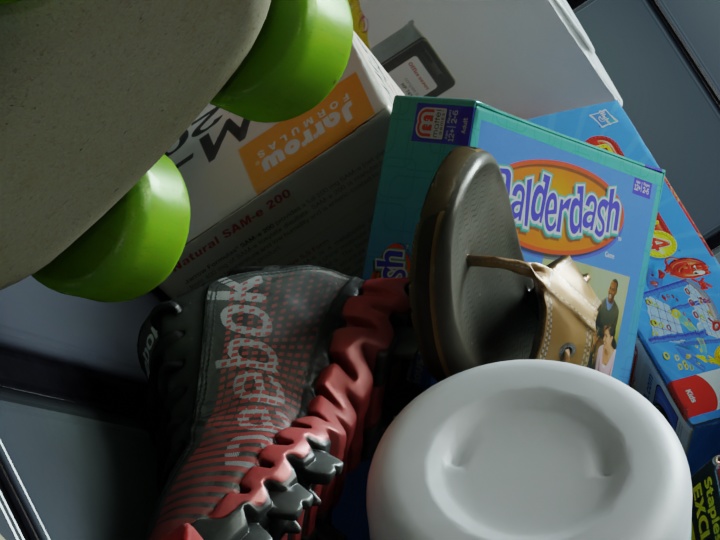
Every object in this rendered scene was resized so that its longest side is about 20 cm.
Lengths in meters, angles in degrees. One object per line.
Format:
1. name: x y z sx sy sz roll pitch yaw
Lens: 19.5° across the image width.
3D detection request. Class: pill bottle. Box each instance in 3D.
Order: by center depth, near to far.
1. pill bottle: 0.063 0.135 0.764 0.111 0.111 0.200 -112 -169 -45

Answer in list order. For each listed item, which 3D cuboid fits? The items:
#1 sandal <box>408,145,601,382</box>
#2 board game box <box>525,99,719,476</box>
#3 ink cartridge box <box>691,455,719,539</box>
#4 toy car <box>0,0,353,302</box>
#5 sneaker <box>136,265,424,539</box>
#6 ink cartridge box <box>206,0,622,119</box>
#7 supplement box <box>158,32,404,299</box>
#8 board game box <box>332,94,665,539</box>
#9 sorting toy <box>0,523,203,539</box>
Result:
1. sandal: 0.066 0.034 0.783 0.082 0.055 0.200 -65 145 -45
2. board game box: 0.130 0.055 1.033 0.200 0.056 0.196 93 -22 -49
3. ink cartridge box: 0.169 0.176 0.790 0.176 0.084 0.200 121 -34 -59
4. toy car: -0.132 -0.105 0.635 0.200 0.158 0.164 50 15 27
5. sneaker: -0.044 0.056 0.725 0.098 0.071 0.200 18 33 10
6. ink cartridge box: 0.003 -0.112 1.084 0.146 0.200 0.147 51 11 -30
7. supplement box: 0.000 0.000 0.941 0.200 0.126 0.074 49 12 -42
8. board game box: 0.057 0.040 0.873 0.152 0.045 0.200 15 85 -51
9. sorting toy: -0.027 0.163 0.481 0.200 0.070 0.199 54 11 -20
